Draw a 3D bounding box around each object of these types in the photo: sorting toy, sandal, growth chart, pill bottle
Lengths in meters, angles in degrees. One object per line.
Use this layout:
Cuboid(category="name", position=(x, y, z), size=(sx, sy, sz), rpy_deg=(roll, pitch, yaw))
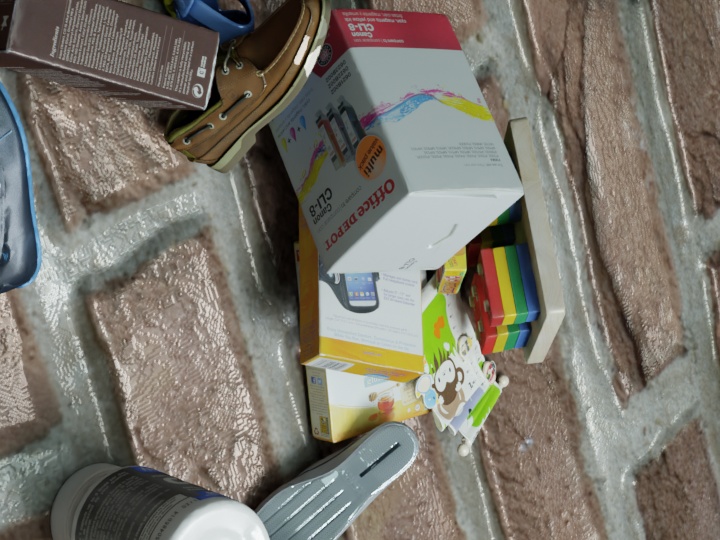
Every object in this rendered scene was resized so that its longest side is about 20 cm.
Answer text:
Cuboid(category="sorting toy", position=(0.141, -0.022, 1.716), size=(0.069, 0.200, 0.200), rpy_deg=(-8, 74, -3))
Cuboid(category="sandal", position=(-0.126, -0.217, 1.543), size=(0.079, 0.087, 0.200), rpy_deg=(-42, 122, -30))
Cuboid(category="growth chart", position=(0.094, 0.093, 1.772), size=(0.145, 0.018, 0.200), rpy_deg=(-60, 137, -40))
Cuboid(category="pill bottle", position=(-0.177, 0.231, 1.482), size=(0.113, 0.200, 0.114), rpy_deg=(-7, 101, -39))

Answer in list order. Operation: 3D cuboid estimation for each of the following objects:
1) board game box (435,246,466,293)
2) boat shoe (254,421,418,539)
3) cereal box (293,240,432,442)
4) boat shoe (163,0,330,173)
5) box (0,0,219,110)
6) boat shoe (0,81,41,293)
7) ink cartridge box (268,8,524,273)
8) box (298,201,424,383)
Cuboid(category="board game box", position=(0.087, -0.085, 1.707), size=(0.030, 0.096, 0.201), rpy_deg=(2, 76, -2))
Cuboid(category="boat shoe", position=(-0.027, 0.221, 1.688), size=(0.200, 0.067, 0.074), rpy_deg=(-32, 88, -7))
Cuboid(category="cereal box", position=(0.007, 0.057, 1.717), size=(0.144, 0.039, 0.201), rpy_deg=(-15, 105, -38))
Cuboid(category="boat shoe", position=(-0.100, -0.167, 1.501), size=(0.068, 0.072, 0.200), rpy_deg=(22, 122, -27))
Cuboid(category="box", position=(-0.230, -0.192, 1.451), size=(0.200, 0.100, 0.075), rpy_deg=(11, 89, -41))
Cuboid(category="boat shoe", position=(-0.309, -0.073, 1.408), size=(0.069, 0.084, 0.201), rpy_deg=(-30, 112, -46))
Cuboid(category="ink cartridge box", position=(0.026, -0.116, 1.588), size=(0.144, 0.145, 0.201), rpy_deg=(-4, 62, -40))
Cuboid(category="box", position=(0.000, 0.000, 1.642), size=(0.119, 0.041, 0.201), rpy_deg=(13, 63, -31))
